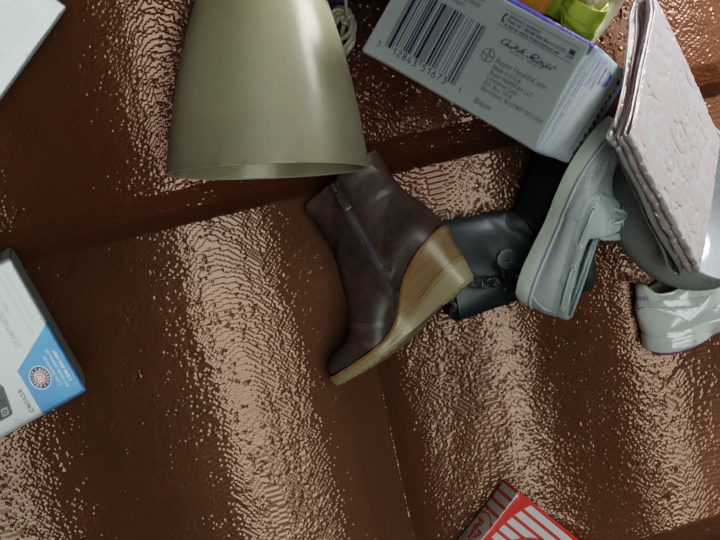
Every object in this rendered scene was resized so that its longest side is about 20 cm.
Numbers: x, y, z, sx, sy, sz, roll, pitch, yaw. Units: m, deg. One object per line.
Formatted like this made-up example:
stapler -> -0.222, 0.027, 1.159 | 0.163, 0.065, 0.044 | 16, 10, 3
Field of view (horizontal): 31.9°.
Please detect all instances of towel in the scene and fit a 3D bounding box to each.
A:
towel -> 0.286, -0.125, 1.179 | 0.200, 0.032, 0.191 | 53, 43, -39

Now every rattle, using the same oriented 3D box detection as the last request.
rattle -> 0.229, -0.320, 1.275 | 0.143, 0.130, 0.200 | 27, 73, 27

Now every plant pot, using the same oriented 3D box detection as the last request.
plant pot -> -0.090, -0.190, 1.157 | 0.187, 0.187, 0.200 | -3, 91, -14

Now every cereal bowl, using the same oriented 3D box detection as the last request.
cereal bowl -> 0.318, -0.066, 1.295 | 0.200, 0.083, 0.200 | 16, 59, -28

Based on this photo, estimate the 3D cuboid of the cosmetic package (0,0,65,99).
cosmetic package -> -0.391, -0.237, 1.132 | 0.200, 0.052, 0.151 | 37, 86, -16

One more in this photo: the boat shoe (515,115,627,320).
boat shoe -> 0.219, -0.046, 1.214 | 0.071, 0.070, 0.201 | 28, 106, 19

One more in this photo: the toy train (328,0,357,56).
toy train -> -0.012, -0.278, 1.184 | 0.084, 0.116, 0.200 | -8, 99, -6

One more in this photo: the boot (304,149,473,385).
boot -> 0.000, 0.000, 1.258 | 0.200, 0.072, 0.166 | -44, 81, 23

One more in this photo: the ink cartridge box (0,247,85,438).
ink cartridge box -> -0.377, 0.092, 1.163 | 0.200, 0.084, 0.145 | -29, 104, -9

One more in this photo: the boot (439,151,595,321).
boot -> 0.150, -0.055, 1.279 | 0.168, 0.076, 0.200 | -10, 106, -17

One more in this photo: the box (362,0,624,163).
box -> 0.130, -0.189, 1.154 | 0.184, 0.200, 0.105 | 33, 101, 16

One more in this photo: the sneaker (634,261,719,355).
sneaker -> 0.385, 0.016, 1.349 | 0.200, 0.075, 0.100 | -22, 103, -11

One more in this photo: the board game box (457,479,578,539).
board game box -> 0.186, 0.346, 1.359 | 0.200, 0.046, 0.152 | 39, 87, -16
